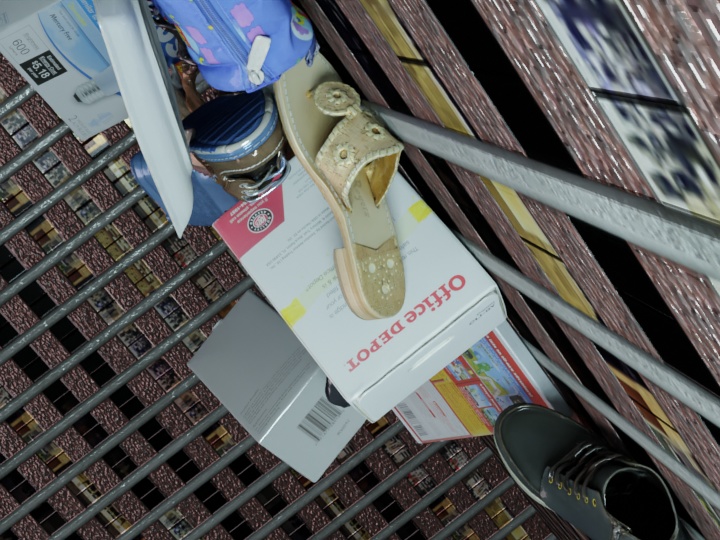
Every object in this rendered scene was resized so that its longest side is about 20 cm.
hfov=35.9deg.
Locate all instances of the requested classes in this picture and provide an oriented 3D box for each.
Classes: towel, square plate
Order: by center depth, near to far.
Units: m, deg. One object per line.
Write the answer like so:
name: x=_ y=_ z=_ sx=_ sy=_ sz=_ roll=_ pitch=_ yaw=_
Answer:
square plate: x=-0.156 y=-0.156 z=0.772 sx=0.200 sy=0.028 sz=0.198 roll=79 pitch=172 yaw=-51
towel: x=-0.121 y=-0.089 z=1.104 sx=0.200 sy=0.049 sz=0.112 roll=2 pitch=150 yaw=23

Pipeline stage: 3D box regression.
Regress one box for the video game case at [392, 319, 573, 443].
video game case: x=0.080 y=0.093 z=1.009 sx=0.200 sy=0.017 sz=0.143 roll=-18 pitch=113 yaw=52

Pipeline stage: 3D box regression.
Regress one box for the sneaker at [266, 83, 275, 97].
sneaker: x=-0.080 y=-0.168 z=0.905 sx=0.087 sy=0.075 sz=0.200 roll=47 pitch=-179 yaw=-26

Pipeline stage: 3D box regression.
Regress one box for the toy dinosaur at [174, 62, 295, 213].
toy dinosaur: x=-0.111 y=-0.107 z=0.994 sx=0.200 sy=0.136 sz=0.086 roll=19 pitch=-163 yaw=15

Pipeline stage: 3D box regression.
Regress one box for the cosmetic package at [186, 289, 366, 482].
cosmetic package: x=-0.081 y=0.108 z=1.100 sx=0.085 sy=0.108 sz=0.200 roll=42 pitch=176 yaw=-32

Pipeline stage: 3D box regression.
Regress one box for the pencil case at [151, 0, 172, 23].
pencil case: x=-0.170 y=-0.280 z=0.841 sx=0.200 sy=0.078 sz=0.087 roll=52 pitch=-173 yaw=4

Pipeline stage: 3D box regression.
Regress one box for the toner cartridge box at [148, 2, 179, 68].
toner cartridge box: x=-0.199 y=-0.291 z=1.065 sx=0.043 sy=0.095 sz=0.200 roll=50 pitch=177 yaw=32

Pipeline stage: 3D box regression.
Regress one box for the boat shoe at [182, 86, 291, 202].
boat shoe: x=-0.088 y=-0.095 z=0.858 sx=0.072 sy=0.072 sz=0.200 roll=53 pitch=174 yaw=-19

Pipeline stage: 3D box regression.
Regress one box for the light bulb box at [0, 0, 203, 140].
light bulb box: x=-0.273 y=-0.277 z=1.201 sx=0.125 sy=0.200 sz=0.198 roll=67 pitch=-175 yaw=31

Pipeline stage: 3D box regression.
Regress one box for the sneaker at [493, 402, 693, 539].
sneaker: x=0.172 y=0.148 z=0.832 sx=0.200 sy=0.075 sz=0.106 roll=39 pitch=166 yaw=37

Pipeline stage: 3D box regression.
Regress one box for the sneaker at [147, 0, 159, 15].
sneaker: x=-0.233 y=-0.303 z=0.936 sx=0.200 sy=0.088 sz=0.074 roll=34 pitch=-165 yaw=-12

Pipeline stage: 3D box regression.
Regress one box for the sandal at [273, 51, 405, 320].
sandal: x=0.007 y=-0.070 z=0.793 sx=0.070 sy=0.078 sz=0.212 roll=-10 pitch=99 yaw=43

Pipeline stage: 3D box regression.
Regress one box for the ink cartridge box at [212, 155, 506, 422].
ink cartridge box: x=0.000 y=0.000 z=0.898 sx=0.200 sy=0.145 sz=0.083 roll=51 pitch=179 yaw=24

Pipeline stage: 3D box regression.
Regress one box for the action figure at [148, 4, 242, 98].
action figure: x=-0.139 y=-0.202 z=1.096 sx=0.102 sy=0.119 sz=0.200 roll=40 pitch=162 yaw=29

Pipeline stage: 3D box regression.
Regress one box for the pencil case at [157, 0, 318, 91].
pencil case: x=-0.098 y=-0.186 z=0.655 sx=0.200 sy=0.078 sz=0.087 roll=55 pitch=-168 yaw=-51

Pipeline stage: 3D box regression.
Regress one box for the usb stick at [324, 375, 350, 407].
usb stick: x=-0.004 y=0.037 z=1.002 sx=0.200 sy=0.033 sz=0.055 roll=-81 pitch=0 yaw=-48
